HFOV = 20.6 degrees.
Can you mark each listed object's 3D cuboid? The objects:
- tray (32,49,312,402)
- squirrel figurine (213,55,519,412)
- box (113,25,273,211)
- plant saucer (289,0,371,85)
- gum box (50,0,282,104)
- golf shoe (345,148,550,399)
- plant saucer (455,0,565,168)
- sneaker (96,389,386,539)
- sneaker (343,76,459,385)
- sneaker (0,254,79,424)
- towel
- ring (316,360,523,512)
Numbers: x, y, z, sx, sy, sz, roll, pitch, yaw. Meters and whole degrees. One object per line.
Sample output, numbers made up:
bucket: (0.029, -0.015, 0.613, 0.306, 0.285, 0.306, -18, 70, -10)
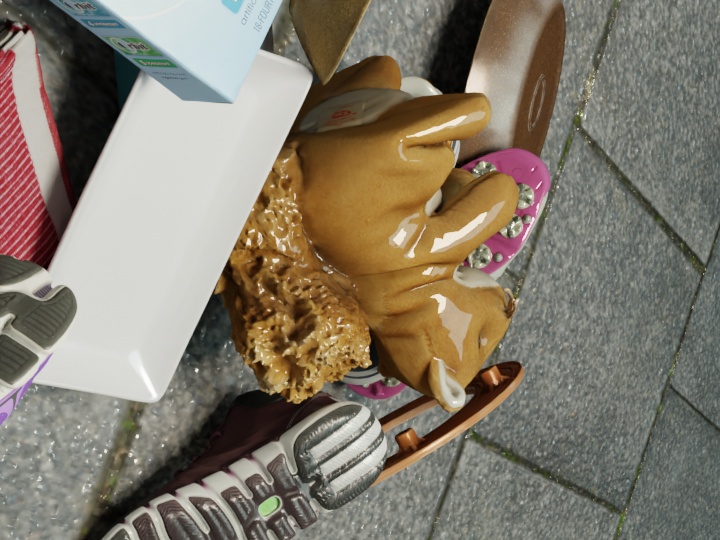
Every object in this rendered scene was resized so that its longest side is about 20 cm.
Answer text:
tray: (-0.106, -0.029, 1.012, 0.107, 0.022, 0.200, 15, 105, -45)
squirrel figurine: (0.000, 0.000, 1.156, 0.200, 0.141, 0.187, -28, 116, -24)
box: (-0.088, -0.138, 1.029, 0.082, 0.049, 0.201, -43, 141, -45)
plant saucer: (0.006, -0.194, 1.027, 0.200, 0.035, 0.201, -157, -90, -84)
gum box: (-0.101, -0.199, 0.897, 0.200, 0.044, 0.170, 36, 72, -39)
golf shoe: (0.059, -0.001, 1.353, 0.200, 0.075, 0.092, -50, 167, 10)
plant saucer: (0.110, -0.122, 1.403, 0.200, 0.037, 0.201, 15, 90, -76)
sneaker: (-0.086, 0.134, 1.180, 0.200, 0.115, 0.076, -29, 112, -12)
sneaker: (0.010, -0.031, 1.259, 0.079, 0.078, 0.201, 67, 35, -65)
sneaker: (-0.204, 0.073, 0.877, 0.200, 0.081, 0.084, -50, 164, -28)
towel: (-0.200, -0.007, 0.921, 0.200, 0.023, 0.144, -52, 148, -38)
ring: (0.014, 0.106, 1.264, 0.200, 0.200, 0.019, -34, 97, -52)
